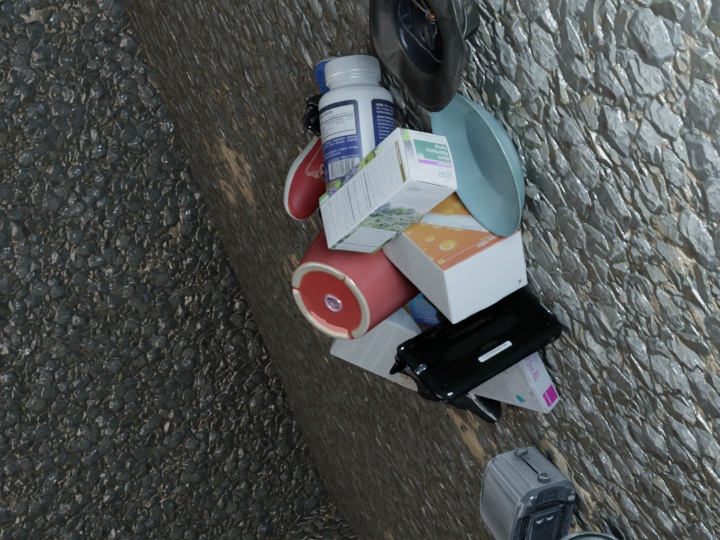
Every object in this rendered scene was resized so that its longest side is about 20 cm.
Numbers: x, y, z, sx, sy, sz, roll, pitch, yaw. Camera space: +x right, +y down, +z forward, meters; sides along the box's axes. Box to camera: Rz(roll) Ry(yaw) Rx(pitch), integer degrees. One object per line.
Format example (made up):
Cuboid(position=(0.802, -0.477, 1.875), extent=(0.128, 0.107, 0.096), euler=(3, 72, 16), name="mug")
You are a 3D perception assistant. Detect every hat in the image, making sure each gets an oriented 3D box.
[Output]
Cuboid(position=(0.087, -0.292, 1.253), extent=(0.201, 0.081, 0.201), euler=(46, 152, 33), name="hat")

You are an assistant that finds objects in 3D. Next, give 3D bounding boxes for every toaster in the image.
Cuboid(position=(0.264, 0.382, 1.737), extent=(0.129, 0.113, 0.201), euler=(-129, 34, -51), name="toaster")

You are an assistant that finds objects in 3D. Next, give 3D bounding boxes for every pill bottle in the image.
Cuboid(position=(-0.003, -0.204, 1.570), extent=(0.111, 0.110, 0.201), euler=(150, 115, -76), name="pill bottle")

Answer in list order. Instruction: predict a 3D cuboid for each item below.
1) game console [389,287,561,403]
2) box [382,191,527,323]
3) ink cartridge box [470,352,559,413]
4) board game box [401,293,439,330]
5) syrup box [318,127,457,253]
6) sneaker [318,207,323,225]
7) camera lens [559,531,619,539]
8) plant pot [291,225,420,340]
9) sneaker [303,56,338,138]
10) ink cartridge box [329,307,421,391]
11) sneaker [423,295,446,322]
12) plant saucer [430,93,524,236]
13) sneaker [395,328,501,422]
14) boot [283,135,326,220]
Cuboid(position=(0.156, 0.113, 1.494), extent=(0.176, 0.199, 0.117), euler=(47, 160, 44), name="game console")
Cuboid(position=(0.121, -0.039, 1.491), extent=(0.200, 0.124, 0.098), euler=(46, 158, 47), name="box")
Cuboid(position=(0.196, 0.141, 1.612), extent=(0.200, 0.042, 0.120), euler=(6, 131, 53), name="ink cartridge box")
Cuboid(position=(0.080, 0.035, 1.793), extent=(0.151, 0.045, 0.201), euler=(9, 132, 34), name="board game box")
Cuboid(position=(0.033, -0.101, 1.423), extent=(0.200, 0.078, 0.082), euler=(-39, 55, 46), name="syrup box")
Cuboid(position=(-0.021, -0.032, 1.885), extent=(0.201, 0.075, 0.088), euler=(-98, -10, -46), name="sneaker")
Cuboid(position=(0.338, 0.493, 1.626), extent=(0.160, 0.159, 0.200), euler=(55, 164, 25), name="camera lens")
Cuboid(position=(0.000, 0.000, 1.653), extent=(0.200, 0.177, 0.201), euler=(21, 135, 23), name="plant pot")
Cuboid(position=(-0.054, -0.270, 1.707), extent=(0.200, 0.111, 0.077), euler=(47, 159, 46), name="sneaker")
Cuboid(position=(0.062, 0.125, 1.842), extent=(0.199, 0.047, 0.160), euler=(23, 142, -4), name="ink cartridge box")
Cuboid(position=(0.161, 0.052, 1.657), extent=(0.104, 0.060, 0.200), euler=(48, 157, -1), name="sneaker")
Cuboid(position=(0.157, -0.141, 1.358), extent=(0.201, 0.039, 0.201), euler=(55, 164, 25), name="plant saucer")
Cuboid(position=(0.142, 0.184, 1.765), extent=(0.200, 0.087, 0.076), euler=(44, -150, -13), name="sneaker")
Cuboid(position=(-0.046, -0.164, 1.743), extent=(0.072, 0.201, 0.144), euler=(28, -178, -29), name="boot")
